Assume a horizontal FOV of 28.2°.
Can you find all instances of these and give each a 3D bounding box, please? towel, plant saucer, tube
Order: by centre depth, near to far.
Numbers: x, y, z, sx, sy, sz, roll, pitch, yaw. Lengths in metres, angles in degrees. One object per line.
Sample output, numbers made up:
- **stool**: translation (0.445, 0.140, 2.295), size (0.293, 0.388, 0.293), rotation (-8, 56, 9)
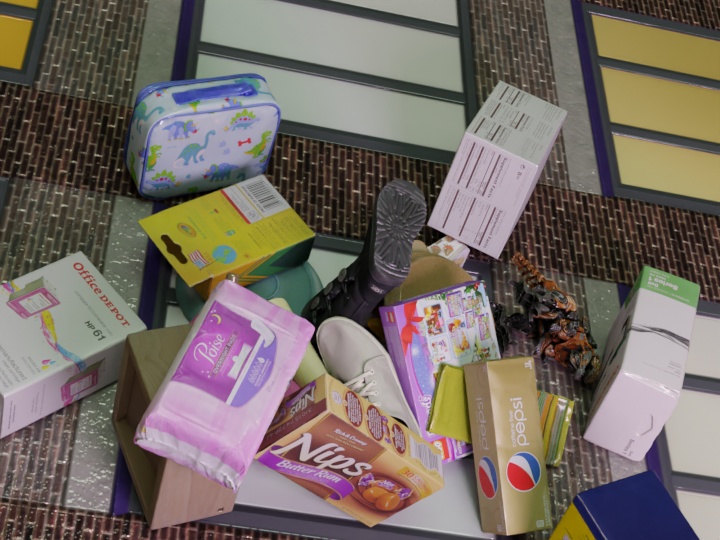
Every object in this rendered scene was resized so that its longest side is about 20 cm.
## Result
- **tube**: translation (-0.065, 0.124, 1.721), size (0.201, 0.052, 0.058), rotation (56, 13, 25)
- **towel**: translation (0.172, 0.176, 1.737), size (0.199, 0.018, 0.087), rotation (18, 78, -28)
- **plant saucer**: translation (-0.137, 0.022, 1.838), size (0.198, 0.028, 0.201), rotation (9, 47, -10)

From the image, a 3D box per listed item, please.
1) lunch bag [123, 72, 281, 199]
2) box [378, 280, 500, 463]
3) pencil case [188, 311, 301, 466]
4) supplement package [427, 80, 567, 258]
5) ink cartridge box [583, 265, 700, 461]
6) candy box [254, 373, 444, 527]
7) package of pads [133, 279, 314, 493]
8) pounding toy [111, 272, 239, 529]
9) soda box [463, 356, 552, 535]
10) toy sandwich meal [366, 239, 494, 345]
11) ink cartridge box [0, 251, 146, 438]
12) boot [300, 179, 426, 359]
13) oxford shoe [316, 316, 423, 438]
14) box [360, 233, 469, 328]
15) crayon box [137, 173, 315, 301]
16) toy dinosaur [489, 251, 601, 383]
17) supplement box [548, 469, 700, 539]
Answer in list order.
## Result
- **lunch bag**: translation (-0.210, -0.183, 1.909), size (0.198, 0.161, 0.083), rotation (-12, 53, -27)
- **box**: translation (0.107, 0.124, 1.735), size (0.136, 0.039, 0.202), rotation (-14, 95, -30)
- **pencil case**: translation (-0.137, 0.134, 1.698), size (0.094, 0.091, 0.200), rotation (-42, 64, -2)
- **supplement package**: translation (0.192, -0.142, 1.987), size (0.110, 0.157, 0.200), rotation (25, 33, 7)
- **ink cartridge box**: translation (0.360, 0.119, 1.833), size (0.084, 0.147, 0.201), rotation (21, 45, 4)
- **candy box**: translation (-0.013, 0.202, 1.586), size (0.200, 0.116, 0.057), rotation (36, 34, -36)
- **package of pads**: translation (-0.139, 0.118, 1.485), size (0.120, 0.076, 0.201), rotation (27, 52, -2)
- **pounding toy**: translation (-0.186, 0.142, 1.598), size (0.141, 0.185, 0.201), rotation (-8, 51, -25)
- **soda box**: translation (0.172, 0.203, 1.675), size (0.063, 0.068, 0.202), rotation (-5, 85, -22)
- **toy sandwich meal**: translation (0.086, 0.064, 1.821), size (0.204, 0.070, 0.207), rotation (20, 57, -33)
- **ink cartridge box**: translation (-0.369, 0.081, 1.663), size (0.199, 0.085, 0.145), rotation (-26, 61, -37)
- **boot**: translation (0.000, 0.001, 1.762), size (0.065, 0.200, 0.166), rotation (28, 48, -10)
- **oxford shoe**: translation (0.010, 0.143, 1.681), size (0.201, 0.075, 0.058), rotation (61, 21, 8)
- **box**: translation (0.065, 0.012, 1.906), size (0.039, 0.042, 0.199), rotation (42, 48, 22)
- **crayon box**: translation (-0.173, -0.039, 1.828), size (0.199, 0.051, 0.127), rotation (-22, 58, -34)
- **toy dinosaur**: translation (0.244, 0.065, 1.903), size (0.135, 0.103, 0.200), rotation (4, 27, -36)
- **supplement box**: translation (0.272, 0.329, 1.568), size (0.108, 0.201, 0.110), rotation (-12, 53, -27)
